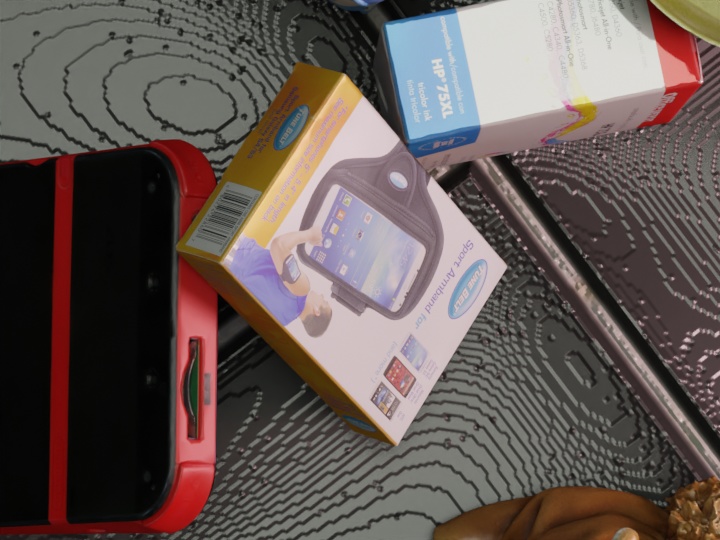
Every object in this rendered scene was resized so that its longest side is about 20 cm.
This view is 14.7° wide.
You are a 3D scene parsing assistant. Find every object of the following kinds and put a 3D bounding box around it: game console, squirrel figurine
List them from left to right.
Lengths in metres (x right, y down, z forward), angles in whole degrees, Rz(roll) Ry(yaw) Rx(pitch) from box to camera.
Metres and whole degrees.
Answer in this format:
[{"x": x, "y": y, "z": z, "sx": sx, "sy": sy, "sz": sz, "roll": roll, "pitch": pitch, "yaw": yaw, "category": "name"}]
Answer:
[{"x": -0.142, "y": 0.036, "z": 1.456, "sx": 0.031, "sy": 0.176, "sz": 0.202, "roll": 8, "pitch": 80, "yaw": -45, "category": "game console"}, {"x": 0.148, "y": 0.165, "z": 1.425, "sx": 0.199, "sy": 0.187, "sz": 0.142, "roll": -20, "pitch": 85, "yaw": -4, "category": "squirrel figurine"}]

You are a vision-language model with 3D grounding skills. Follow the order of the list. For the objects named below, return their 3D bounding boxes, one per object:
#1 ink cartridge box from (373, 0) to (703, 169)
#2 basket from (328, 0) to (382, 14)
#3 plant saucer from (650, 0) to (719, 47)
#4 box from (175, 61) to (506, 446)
[{"x": 0.111, "y": -0.109, "z": 1.488, "sx": 0.199, "sy": 0.116, "sz": 0.068, "roll": -11, "pitch": 84, "yaw": -3, "category": "ink cartridge box"}, {"x": -0.020, "y": -0.226, "z": 1.451, "sx": 0.176, "sy": 0.200, "sz": 0.139, "roll": 34, "pitch": 84, "yaw": 0, "category": "basket"}, {"x": 0.215, "y": -0.202, "z": 1.434, "sx": 0.198, "sy": 0.031, "sz": 0.201, "roll": 1, "pitch": 81, "yaw": -5, "category": "plant saucer"}, {"x": 0.000, "y": 0.000, "z": 1.445, "sx": 0.200, "sy": 0.041, "sz": 0.119, "roll": 46, "pitch": 69, "yaw": -40, "category": "box"}]
